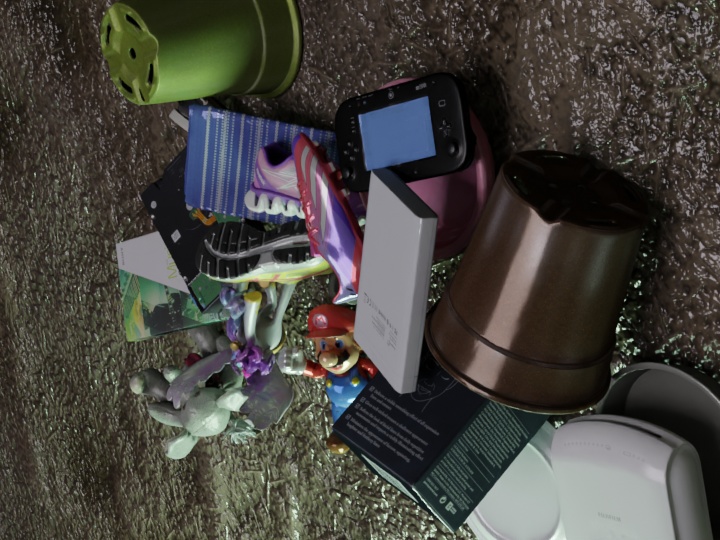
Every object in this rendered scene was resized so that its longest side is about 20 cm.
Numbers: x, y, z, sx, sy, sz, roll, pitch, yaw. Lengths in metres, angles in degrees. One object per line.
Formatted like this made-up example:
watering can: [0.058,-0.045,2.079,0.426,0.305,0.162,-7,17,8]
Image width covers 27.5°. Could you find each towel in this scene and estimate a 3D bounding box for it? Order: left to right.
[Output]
towel: [-0.121,-0.126,1.815,0.198,0.024,0.146,12,124,6]

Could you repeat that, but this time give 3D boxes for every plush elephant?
plush elephant: [-0.227,0.175,2.068,0.200,0.164,0.155,49,-176,0]

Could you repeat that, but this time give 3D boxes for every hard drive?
hard drive: [-0.204,-0.062,1.972,0.140,0.038,0.201,-43,65,29]
hard drive: [0.035,0.010,1.559,0.132,0.026,0.202,-131,41,-55]

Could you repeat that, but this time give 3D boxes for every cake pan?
cake pan: [0.325,0.181,1.490,0.200,0.037,0.202,28,129,40]

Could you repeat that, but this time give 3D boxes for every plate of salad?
plate of salad: [0.186,0.246,1.692,0.199,0.048,0.202,15,113,39]

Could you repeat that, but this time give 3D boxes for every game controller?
game controller: [0.044,-0.146,1.575,0.199,0.042,0.105,-9,97,47]

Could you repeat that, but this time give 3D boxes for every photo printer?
photo printer: [0.276,0.244,1.494,0.166,0.069,0.202,6,114,49]

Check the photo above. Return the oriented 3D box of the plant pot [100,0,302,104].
plant pot: [-0.205,-0.281,1.780,0.199,0.189,0.202,28,130,40]

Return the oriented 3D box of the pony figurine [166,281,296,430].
pony figurine: [-0.141,0.102,1.911,0.166,0.193,0.201,19,123,24]

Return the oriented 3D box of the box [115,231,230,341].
box: [-0.259,0.013,2.062,0.199,0.036,0.146,-15,80,39]

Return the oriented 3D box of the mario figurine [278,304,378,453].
mario figurine: [-0.027,0.139,1.844,0.106,0.123,0.201,-146,39,-65]

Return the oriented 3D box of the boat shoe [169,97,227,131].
boat shoe: [-0.157,-0.171,1.887,0.199,0.074,0.061,36,96,26]

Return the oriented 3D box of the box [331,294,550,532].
box: [0.096,0.152,1.598,0.148,0.200,0.107,31,166,47]

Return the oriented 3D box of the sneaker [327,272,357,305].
sneaker: [0.000,0.000,1.756,0.200,0.090,0.067,-31,83,54]

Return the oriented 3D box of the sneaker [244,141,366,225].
sneaker: [-0.048,-0.106,1.739,0.199,0.080,0.089,10,109,25]

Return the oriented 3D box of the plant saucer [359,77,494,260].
plant saucer: [0.076,-0.114,1.621,0.200,0.051,0.202,20,118,42]

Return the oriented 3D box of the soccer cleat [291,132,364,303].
soccer cleat: [-0.039,-0.060,1.664,0.201,0.076,0.067,62,-174,8]

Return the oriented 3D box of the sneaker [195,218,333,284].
sneaker: [-0.115,-0.012,1.849,0.198,0.090,0.079,-1,70,26]

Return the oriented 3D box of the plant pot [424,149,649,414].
plant pot: [0.183,0.003,1.456,0.200,0.199,0.199,39,128,32]
